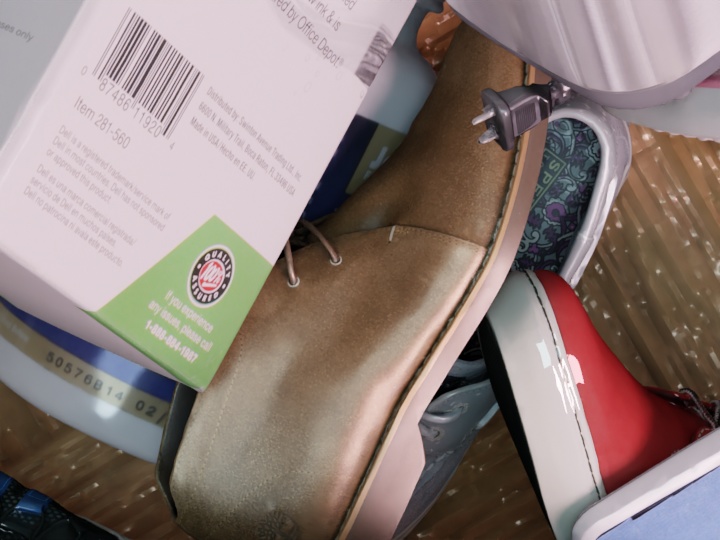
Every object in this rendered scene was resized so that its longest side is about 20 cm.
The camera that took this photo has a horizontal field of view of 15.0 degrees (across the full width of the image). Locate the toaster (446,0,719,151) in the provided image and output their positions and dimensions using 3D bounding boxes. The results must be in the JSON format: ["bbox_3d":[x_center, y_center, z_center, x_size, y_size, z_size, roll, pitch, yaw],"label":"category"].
[{"bbox_3d":[0.081,-0.142,0.772,0.200,0.129,0.114,-42,50,-13],"label":"toaster"}]

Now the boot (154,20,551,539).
[{"bbox_3d":[0.000,0.000,0.855,0.075,0.074,0.201,24,86,-11],"label":"boot"}]

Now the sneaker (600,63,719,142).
[{"bbox_3d":[0.114,-0.096,0.855,0.075,0.200,0.105,7,101,-15],"label":"sneaker"}]

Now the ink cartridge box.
[{"bbox_3d":[-0.057,-0.087,0.790,0.084,0.146,0.200,23,80,29],"label":"ink cartridge box"}]

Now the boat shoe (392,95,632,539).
[{"bbox_3d":[0.024,0.021,0.939,0.070,0.072,0.201,33,98,2],"label":"boat shoe"}]

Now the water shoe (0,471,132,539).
[{"bbox_3d":[-0.142,0.094,0.910,0.200,0.079,0.072,21,78,42],"label":"water shoe"}]

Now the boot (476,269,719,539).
[{"bbox_3d":[0.127,0.055,0.902,0.144,0.073,0.200,-24,129,6],"label":"boot"}]

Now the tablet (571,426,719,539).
[{"bbox_3d":[0.163,0.108,0.904,0.130,0.014,0.200,-31,131,7],"label":"tablet"}]

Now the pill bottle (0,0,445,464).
[{"bbox_3d":[-0.041,-0.040,0.920,0.111,0.111,0.200,27,97,3],"label":"pill bottle"}]
